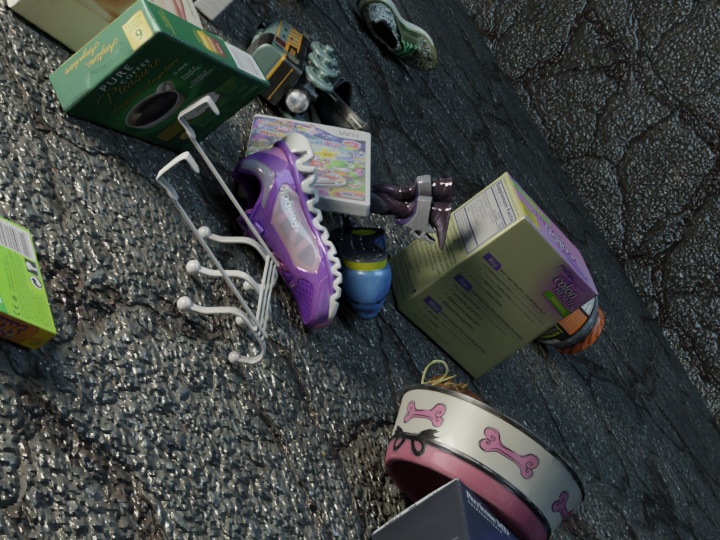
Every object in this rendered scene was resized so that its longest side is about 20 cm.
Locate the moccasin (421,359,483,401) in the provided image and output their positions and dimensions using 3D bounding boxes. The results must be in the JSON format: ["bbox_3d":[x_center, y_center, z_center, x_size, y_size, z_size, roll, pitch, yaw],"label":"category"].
[{"bbox_3d":[0.088,0.147,1.457,0.078,0.074,0.201,50,18,17],"label":"moccasin"}]

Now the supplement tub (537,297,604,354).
[{"bbox_3d":[0.292,0.036,2.101,0.200,0.122,0.123,45,20,-30],"label":"supplement tub"}]

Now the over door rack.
[{"bbox_3d":[-0.133,-0.033,1.183,0.148,0.066,0.202,-89,161,-62],"label":"over door rack"}]

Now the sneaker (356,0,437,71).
[{"bbox_3d":[0.065,-0.416,2.435,0.199,0.077,0.089,37,37,-32],"label":"sneaker"}]

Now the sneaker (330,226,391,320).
[{"bbox_3d":[0.000,0.000,1.533,0.200,0.065,0.080,-100,-172,-73],"label":"sneaker"}]

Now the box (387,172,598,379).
[{"bbox_3d":[0.165,0.010,1.691,0.176,0.199,0.097,41,22,-34],"label":"box"}]

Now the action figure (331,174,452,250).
[{"bbox_3d":[0.008,-0.084,1.551,0.197,0.070,0.130,11,25,3],"label":"action figure"}]

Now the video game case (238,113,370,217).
[{"bbox_3d":[-0.059,-0.121,1.499,0.141,0.018,0.201,9,28,-4],"label":"video game case"}]

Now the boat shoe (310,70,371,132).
[{"bbox_3d":[-0.039,-0.242,1.834,0.072,0.067,0.201,32,27,-47],"label":"boat shoe"}]

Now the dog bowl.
[{"bbox_3d":[0.109,0.196,1.269,0.199,0.074,0.201,30,-21,12],"label":"dog bowl"}]

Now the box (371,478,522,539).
[{"bbox_3d":[0.096,0.306,1.137,0.148,0.104,0.201,44,21,-28],"label":"box"}]

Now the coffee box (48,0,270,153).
[{"bbox_3d":[-0.183,-0.178,1.251,0.044,0.122,0.199,61,20,19],"label":"coffee box"}]

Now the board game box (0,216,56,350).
[{"bbox_3d":[-0.283,-0.020,0.864,0.200,0.030,0.096,36,25,-53],"label":"board game box"}]

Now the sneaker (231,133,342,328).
[{"bbox_3d":[-0.080,-0.036,1.355,0.088,0.080,0.203,-11,83,-27],"label":"sneaker"}]

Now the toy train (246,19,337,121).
[{"bbox_3d":[-0.093,-0.264,1.716,0.114,0.085,0.201,39,21,-16],"label":"toy train"}]

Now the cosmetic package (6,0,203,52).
[{"bbox_3d":[-0.247,-0.262,1.291,0.199,0.087,0.104,32,27,-51],"label":"cosmetic package"}]

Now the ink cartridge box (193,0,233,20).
[{"bbox_3d":[-0.148,-0.446,1.694,0.043,0.199,0.199,34,26,-41],"label":"ink cartridge box"}]
